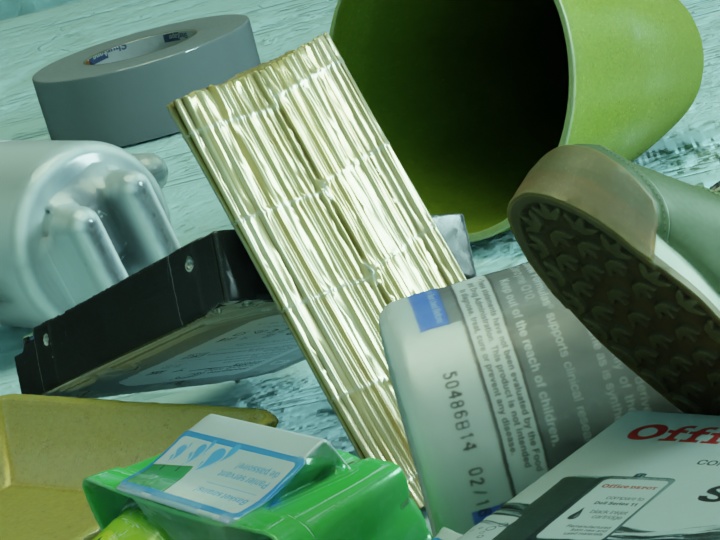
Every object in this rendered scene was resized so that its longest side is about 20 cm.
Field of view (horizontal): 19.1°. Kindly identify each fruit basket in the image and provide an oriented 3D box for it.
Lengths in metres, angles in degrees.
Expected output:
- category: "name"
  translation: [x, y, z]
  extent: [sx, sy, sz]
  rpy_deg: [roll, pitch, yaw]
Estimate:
- category: "fruit basket"
  translation: [-0.075, 0.127, 0.702]
  extent: [0.199, 0.095, 0.185]
  rpy_deg: [-28, 20, -31]

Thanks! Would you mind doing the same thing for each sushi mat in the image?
- category: "sushi mat"
  translation: [0.000, 0.000, 0.906]
  extent: [0.095, 0.201, 0.012]
  rpy_deg: [-26, -6, -40]

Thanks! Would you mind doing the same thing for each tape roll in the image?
- category: "tape roll"
  translation: [-0.185, -0.166, 1.886]
  extent: [0.198, 0.067, 0.200]
  rpy_deg: [-14, 15, 4]

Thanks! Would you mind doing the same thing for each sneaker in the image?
- category: "sneaker"
  translation: [0.142, 0.009, 0.692]
  extent: [0.090, 0.200, 0.067]
  rpy_deg: [-55, 13, -23]

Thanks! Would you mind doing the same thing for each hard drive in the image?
- category: "hard drive"
  translation: [-0.058, 0.021, 0.996]
  extent: [0.139, 0.038, 0.199]
  rpy_deg: [-5, -12, -37]

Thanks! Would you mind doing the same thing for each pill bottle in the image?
- category: "pill bottle"
  translation: [0.114, 0.041, 0.781]
  extent: [0.198, 0.115, 0.114]
  rpy_deg: [-15, 15, -1]

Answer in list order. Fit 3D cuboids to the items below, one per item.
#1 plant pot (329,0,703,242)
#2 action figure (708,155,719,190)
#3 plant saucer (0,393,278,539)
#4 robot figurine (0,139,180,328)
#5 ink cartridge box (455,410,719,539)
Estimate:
- category: "plant pot"
  translation: [0.113, -0.120, 1.284]
  extent: [0.186, 0.189, 0.199]
  rpy_deg: [0, 6, 43]
- category: "action figure"
  translation: [0.200, -0.009, 0.860]
  extent: [0.192, 0.200, 0.105]
  rpy_deg: [-22, 60, 2]
- category: "plant saucer"
  translation: [-0.160, 0.116, 0.903]
  extent: [0.199, 0.049, 0.199]
  rpy_deg: [1, 22, 43]
- category: "robot figurine"
  translation: [-0.192, -0.021, 1.289]
  extent: [0.169, 0.114, 0.199]
  rpy_deg: [-35, 24, -32]
- category: "ink cartridge box"
  translation: [0.087, 0.117, 0.597]
  extent: [0.146, 0.084, 0.199]
  rpy_deg: [0, 21, 42]
